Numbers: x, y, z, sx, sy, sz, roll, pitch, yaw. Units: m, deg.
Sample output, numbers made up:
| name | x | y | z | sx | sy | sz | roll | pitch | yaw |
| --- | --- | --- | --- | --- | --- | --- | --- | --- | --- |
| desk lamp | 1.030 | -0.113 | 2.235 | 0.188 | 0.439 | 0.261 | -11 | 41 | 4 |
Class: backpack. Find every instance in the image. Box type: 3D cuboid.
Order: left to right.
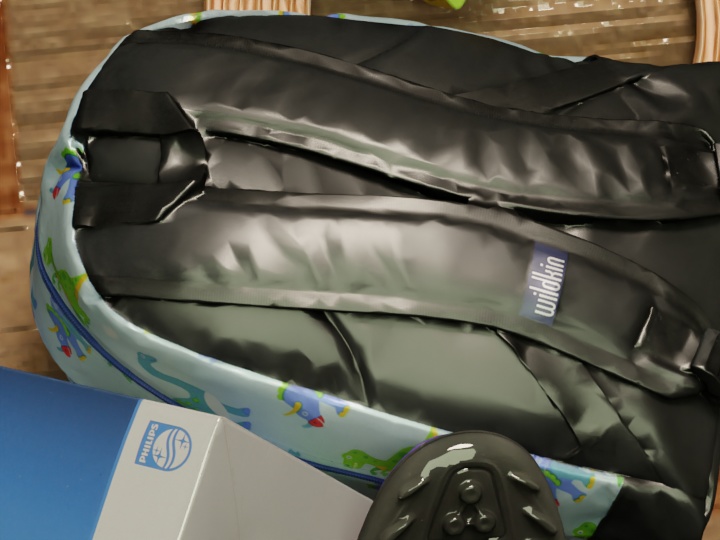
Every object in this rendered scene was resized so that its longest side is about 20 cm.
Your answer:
| name | x | y | z | sx | sy | sz | roll | pitch | yaw |
| --- | --- | --- | --- | --- | --- | --- | --- | --- | --- |
| backpack | 0.000 | 0.000 | 0.863 | 0.200 | 0.154 | 0.163 | 14 | 67 | -19 |

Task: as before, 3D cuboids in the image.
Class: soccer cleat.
| name | x | y | z | sx | sy | sz | roll | pitch | yaw |
| --- | --- | --- | --- | --- | --- | --- | --- | --- | --- |
| soccer cleat | 0.024 | 0.125 | 0.839 | 0.068 | 0.073 | 0.200 | -6 | 118 | -5 |

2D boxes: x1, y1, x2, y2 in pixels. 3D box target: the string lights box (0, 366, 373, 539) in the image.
| name | x | y | z | sx | sy | sz | roll | pitch | yaw |
| --- | --- | --- | --- | --- | --- | --- | --- | --- | --- |
| string lights box | -0.106 | 0.064 | 0.827 | 0.200 | 0.103 | 0.059 | 11 | 77 | 30 |

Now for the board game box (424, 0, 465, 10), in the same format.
| name | x | y | z | sx | sy | sz | roll | pitch | yaw |
| --- | --- | --- | --- | --- | --- | --- | --- | --- | --- |
| board game box | -0.010 | -0.183 | 0.903 | 0.200 | 0.030 | 0.096 | 44 | 79 | -28 |

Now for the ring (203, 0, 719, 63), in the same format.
| name | x | y | z | sx | sy | sz | roll | pitch | yaw |
| --- | --- | --- | --- | --- | --- | --- | --- | --- | --- |
| ring | 0.047 | -0.083 | 0.959 | 0.200 | 0.019 | 0.201 | 1 | 80 | -5 |
